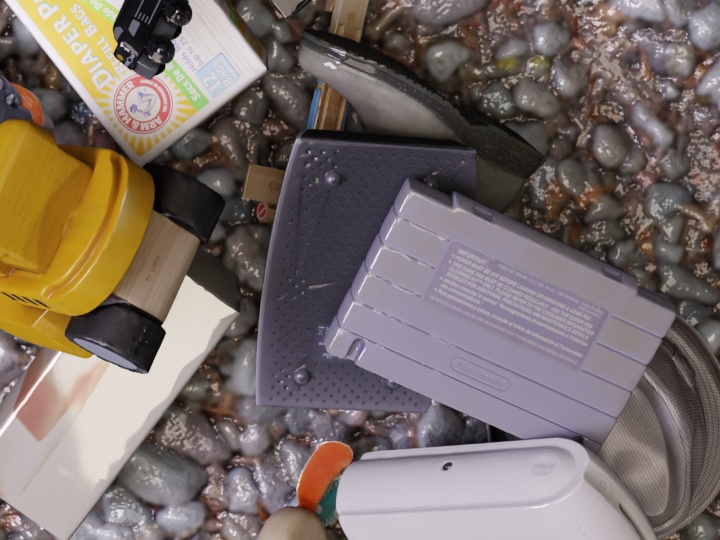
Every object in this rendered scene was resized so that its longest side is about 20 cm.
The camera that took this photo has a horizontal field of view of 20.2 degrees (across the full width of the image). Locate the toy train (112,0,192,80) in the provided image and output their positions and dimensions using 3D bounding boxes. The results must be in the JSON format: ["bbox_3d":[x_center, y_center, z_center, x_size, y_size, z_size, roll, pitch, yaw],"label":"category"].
[{"bbox_3d":[-0.107,-0.210,1.256,0.046,0.034,0.201,27,66,-13],"label":"toy train"}]

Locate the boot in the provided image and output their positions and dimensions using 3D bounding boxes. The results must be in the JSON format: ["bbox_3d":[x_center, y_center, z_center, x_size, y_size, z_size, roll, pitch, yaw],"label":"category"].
[{"bbox_3d":[0.019,-0.066,1.356,0.199,0.068,0.131,28,100,-24],"label":"boot"}]

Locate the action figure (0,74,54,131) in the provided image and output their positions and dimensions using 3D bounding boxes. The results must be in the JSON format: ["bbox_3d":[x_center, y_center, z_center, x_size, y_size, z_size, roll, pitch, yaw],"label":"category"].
[{"bbox_3d":[-0.258,-0.049,1.312,0.104,0.194,0.201,4,127,25],"label":"action figure"}]

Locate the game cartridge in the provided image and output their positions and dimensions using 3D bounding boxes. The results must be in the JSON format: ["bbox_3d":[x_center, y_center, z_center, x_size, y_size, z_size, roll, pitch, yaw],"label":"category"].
[{"bbox_3d":[0.092,0.033,1.315,0.199,0.038,0.130,25,103,-12],"label":"game cartridge"}]

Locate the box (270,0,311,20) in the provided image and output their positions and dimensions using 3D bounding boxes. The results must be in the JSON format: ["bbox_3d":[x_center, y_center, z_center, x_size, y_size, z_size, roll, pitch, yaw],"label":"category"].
[{"bbox_3d":[-0.050,-0.293,1.327,0.159,0.049,0.200,-39,100,8],"label":"box"}]

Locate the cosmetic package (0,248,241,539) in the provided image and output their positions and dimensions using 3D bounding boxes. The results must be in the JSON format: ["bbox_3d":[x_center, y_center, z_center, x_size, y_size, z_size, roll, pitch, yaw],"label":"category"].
[{"bbox_3d":[-0.173,0.070,1.376,0.087,0.103,0.201,36,97,-11],"label":"cosmetic package"}]

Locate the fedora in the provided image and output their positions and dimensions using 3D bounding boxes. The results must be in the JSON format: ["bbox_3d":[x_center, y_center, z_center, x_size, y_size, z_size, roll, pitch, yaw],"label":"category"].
[{"bbox_3d":[0.180,0.117,1.406,0.176,0.090,0.201,-24,103,3],"label":"fedora"}]

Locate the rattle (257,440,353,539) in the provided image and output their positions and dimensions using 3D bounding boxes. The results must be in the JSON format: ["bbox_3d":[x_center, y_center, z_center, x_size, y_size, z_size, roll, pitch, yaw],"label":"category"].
[{"bbox_3d":[-0.074,0.217,1.450,0.129,0.142,0.202,6,87,-36],"label":"rattle"}]

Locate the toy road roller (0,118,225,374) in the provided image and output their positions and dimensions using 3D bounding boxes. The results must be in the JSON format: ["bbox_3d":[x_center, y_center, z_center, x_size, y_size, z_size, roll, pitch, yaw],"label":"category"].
[{"bbox_3d":[-0.192,-0.028,1.246,0.146,0.199,0.124,32,76,-34],"label":"toy road roller"}]

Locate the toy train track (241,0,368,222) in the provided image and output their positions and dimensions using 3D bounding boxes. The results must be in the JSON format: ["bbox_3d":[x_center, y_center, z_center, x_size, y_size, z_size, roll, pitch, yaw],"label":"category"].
[{"bbox_3d":[-0.031,-0.096,1.375,0.114,0.032,0.202,10,94,-39],"label":"toy train track"}]

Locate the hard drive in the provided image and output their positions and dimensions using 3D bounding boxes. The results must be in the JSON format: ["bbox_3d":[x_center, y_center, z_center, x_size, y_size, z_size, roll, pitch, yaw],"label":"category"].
[{"bbox_3d":[0.000,0.000,1.341,0.133,0.042,0.202,3,119,-12],"label":"hard drive"}]

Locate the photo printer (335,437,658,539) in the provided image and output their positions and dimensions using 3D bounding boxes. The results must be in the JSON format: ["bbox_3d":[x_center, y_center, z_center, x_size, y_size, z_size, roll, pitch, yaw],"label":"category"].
[{"bbox_3d":[0.104,0.187,1.366,0.198,0.070,0.167,-7,132,30],"label":"photo printer"}]

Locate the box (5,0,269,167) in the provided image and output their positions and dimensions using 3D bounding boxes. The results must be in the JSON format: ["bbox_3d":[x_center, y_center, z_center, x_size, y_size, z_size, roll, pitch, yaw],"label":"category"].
[{"bbox_3d":[-0.161,-0.181,1.320,0.112,0.101,0.200,-37,101,5],"label":"box"}]
